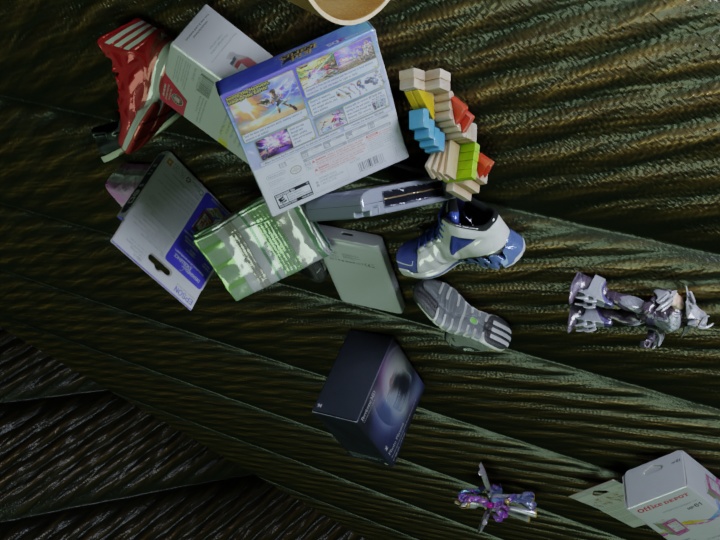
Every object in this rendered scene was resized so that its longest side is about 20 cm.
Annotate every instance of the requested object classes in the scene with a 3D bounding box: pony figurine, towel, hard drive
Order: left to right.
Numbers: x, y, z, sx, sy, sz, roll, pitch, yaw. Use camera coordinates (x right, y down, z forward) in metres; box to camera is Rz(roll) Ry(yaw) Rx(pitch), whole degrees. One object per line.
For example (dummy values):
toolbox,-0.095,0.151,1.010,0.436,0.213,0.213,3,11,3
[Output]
towel,-0.164,-0.043,1.292,0.197,0.031,0.151,-27,115,11
hard drive,0.000,0.000,1.372,0.130,0.027,0.201,12,147,25
pony figurine,0.342,0.588,1.942,0.196,0.170,0.194,6,157,4

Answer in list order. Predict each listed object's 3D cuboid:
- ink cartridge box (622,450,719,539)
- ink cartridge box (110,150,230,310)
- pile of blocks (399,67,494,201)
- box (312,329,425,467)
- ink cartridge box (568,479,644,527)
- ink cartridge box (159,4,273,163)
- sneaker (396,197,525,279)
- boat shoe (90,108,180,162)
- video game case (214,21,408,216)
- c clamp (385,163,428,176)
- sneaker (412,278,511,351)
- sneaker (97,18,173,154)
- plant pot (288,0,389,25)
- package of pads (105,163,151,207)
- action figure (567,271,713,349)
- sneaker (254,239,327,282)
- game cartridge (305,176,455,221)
ink cartridge box,0.631,0.454,1.493,0.199,0.085,0.144,37,130,-16
ink cartridge box,-0.326,-0.067,1.348,0.043,0.202,0.198,-5,139,42
pile of blocks,0.114,-0.166,0.953,0.061,0.083,0.201,-2,140,40
box,0.023,0.268,1.604,0.121,0.202,0.199,5,145,34
ink cartridge box,0.580,0.493,1.674,0.174,0.045,0.201,26,151,-2
ink cartridge box,-0.164,-0.235,1.046,0.199,0.084,0.145,36,153,-8
sneaker,0.133,-0.060,1.126,0.197,0.081,0.116,-8,133,36
boat shoe,-0.366,-0.239,1.239,0.197,0.075,0.067,-14,115,40
video game case,-0.055,-0.185,0.949,0.197,0.046,0.183,-24,131,-4
c clamp,-0.007,-0.212,1.043,0.168,0.027,0.201,12,150,34
sneaker,0.157,0.094,1.349,0.198,0.076,0.115,32,153,-11
sneaker,-0.335,-0.278,1.125,0.115,0.078,0.201,37,120,1
plant pot,-0.072,-0.351,0.737,0.198,0.187,0.188,25,155,33
package of pads,-0.374,-0.113,1.444,0.119,0.076,0.201,8,146,34
action figure,0.401,0.062,1.104,0.196,0.070,0.131,9,142,24
sneaker,-0.136,-0.028,1.371,0.066,0.091,0.200,-3,140,43
game cartridge,0.028,-0.099,1.042,0.132,0.198,0.042,-6,97,47
